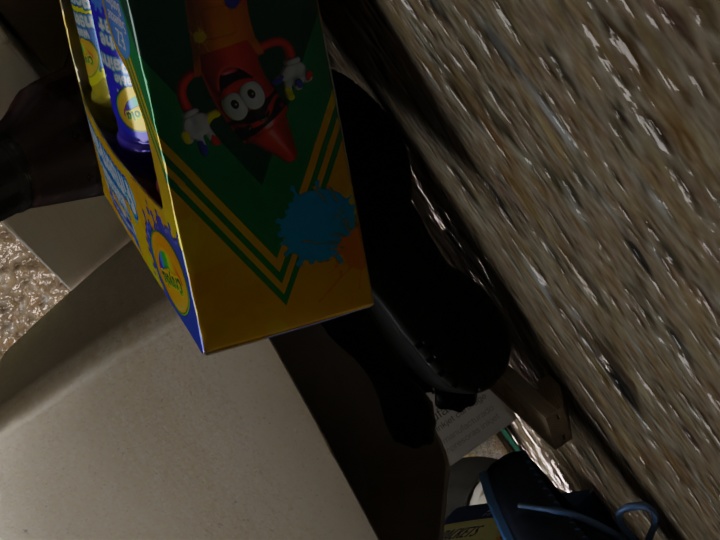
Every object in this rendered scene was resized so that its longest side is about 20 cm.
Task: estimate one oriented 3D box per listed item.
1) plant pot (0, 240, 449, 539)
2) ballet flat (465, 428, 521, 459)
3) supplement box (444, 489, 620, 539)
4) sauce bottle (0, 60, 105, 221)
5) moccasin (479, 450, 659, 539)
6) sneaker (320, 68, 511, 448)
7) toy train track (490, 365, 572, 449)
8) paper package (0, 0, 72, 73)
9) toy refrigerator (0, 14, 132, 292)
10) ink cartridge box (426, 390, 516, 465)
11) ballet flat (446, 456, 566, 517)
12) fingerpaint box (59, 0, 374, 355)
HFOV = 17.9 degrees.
[{"bbox_3d":[-0.081,0.084,1.110,0.200,0.176,0.200,62,-166,-16],"label":"plant pot"},{"bbox_3d":[0.043,0.082,1.492,0.200,0.067,0.068,57,175,-33],"label":"ballet flat"},{"bbox_3d":[0.079,0.261,1.236,0.200,0.200,0.134,56,148,-11],"label":"supplement box"},{"bbox_3d":[-0.113,-0.068,1.038,0.066,0.200,0.066,36,144,32],"label":"sauce bottle"},{"bbox_3d":[0.128,0.157,1.017,0.200,0.068,0.080,55,-175,25],"label":"moccasin"},{"bbox_3d":[0.002,-0.002,1.037,0.200,0.060,0.104,56,159,-18],"label":"sneaker"},{"bbox_3d":[0.047,0.018,1.112,0.200,0.032,0.115,44,161,45],"label":"toy train track"},{"bbox_3d":[-0.172,-0.224,1.060,0.200,0.103,0.191,58,179,38],"label":"paper package"},{"bbox_3d":[-0.171,-0.066,1.113,0.076,0.070,0.200,52,180,30],"label":"toy refrigerator"},{"bbox_3d":[-0.025,0.040,1.348,0.200,0.145,0.083,56,178,-16],"label":"ink cartridge box"},{"bbox_3d":[0.117,0.166,1.361,0.200,0.068,0.069,42,161,30],"label":"ballet flat"},{"bbox_3d":[-0.069,-0.084,0.892,0.200,0.073,0.168,-130,26,-63],"label":"fingerpaint box"}]
